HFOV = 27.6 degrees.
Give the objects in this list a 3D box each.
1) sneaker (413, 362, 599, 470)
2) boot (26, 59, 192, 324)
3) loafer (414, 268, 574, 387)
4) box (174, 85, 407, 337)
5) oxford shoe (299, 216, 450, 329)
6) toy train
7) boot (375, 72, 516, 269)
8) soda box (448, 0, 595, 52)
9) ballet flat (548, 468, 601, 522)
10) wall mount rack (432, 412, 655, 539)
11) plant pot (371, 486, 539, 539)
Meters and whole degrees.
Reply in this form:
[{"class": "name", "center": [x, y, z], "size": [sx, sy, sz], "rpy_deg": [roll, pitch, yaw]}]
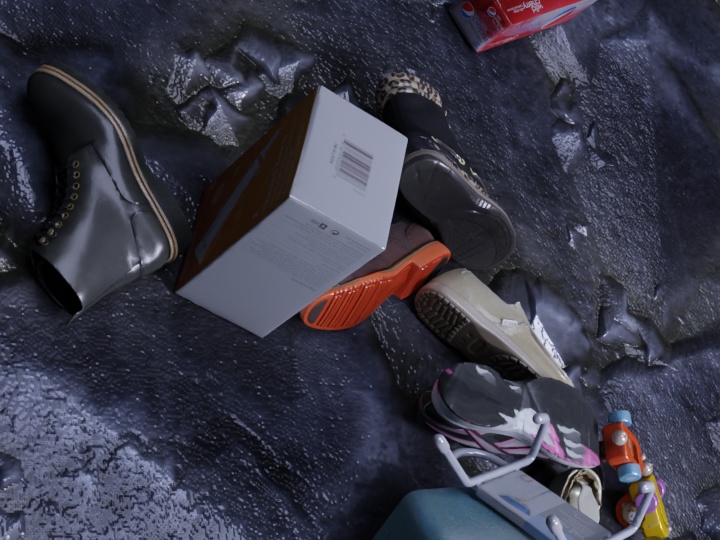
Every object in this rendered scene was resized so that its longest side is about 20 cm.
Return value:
[{"class": "sneaker", "center": [0.139, 0.142, 1.403], "size": [0.199, 0.086, 0.081], "rpy_deg": [24, 59, -24]}, {"class": "boot", "center": [-0.247, -0.068, 1.233], "size": [0.200, 0.077, 0.138], "rpy_deg": [52, 52, -2]}, {"class": "loafer", "center": [0.145, 0.069, 1.456], "size": [0.200, 0.076, 0.068], "rpy_deg": [44, 54, -9]}, {"class": "box", "center": [-0.062, -0.047, 1.273], "size": [0.097, 0.200, 0.125], "rpy_deg": [29, 52, -22]}, {"class": "oxford shoe", "center": [0.000, 0.000, 1.398], "size": [0.073, 0.071, 0.200], "rpy_deg": [48, 38, 17]}, {"class": "toy train", "center": [0.266, 0.248, 1.442], "size": [0.150, 0.055, 0.201], "rpy_deg": [39, 39, -57]}, {"class": "boot", "center": [0.084, -0.101, 1.493], "size": [0.200, 0.073, 0.151], "rpy_deg": [40, 25, -45]}, {"class": "soda box", "center": [0.197, -0.315, 1.706], "size": [0.200, 0.070, 0.064], "rpy_deg": [-26, 85, -43]}, {"class": "ballet flat", "center": [0.195, 0.274, 1.392], "size": [0.069, 0.069, 0.201], "rpy_deg": [31, 52, -21]}, {"class": "wall mount rack", "center": [0.144, 0.179, 1.189], "size": [0.200, 0.075, 0.173], "rpy_deg": [32, 25, 32]}, {"class": "plant pot", "center": [0.099, 0.292, 1.228], "size": [0.195, 0.197, 0.200], "rpy_deg": [3, 45, -36]}]
